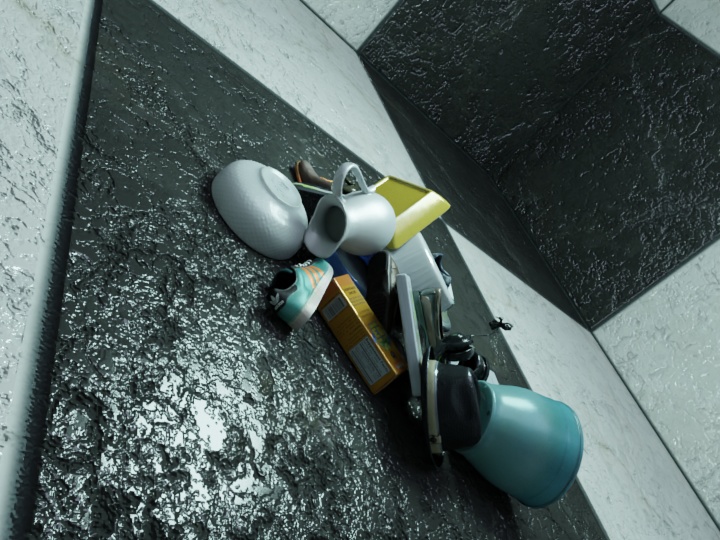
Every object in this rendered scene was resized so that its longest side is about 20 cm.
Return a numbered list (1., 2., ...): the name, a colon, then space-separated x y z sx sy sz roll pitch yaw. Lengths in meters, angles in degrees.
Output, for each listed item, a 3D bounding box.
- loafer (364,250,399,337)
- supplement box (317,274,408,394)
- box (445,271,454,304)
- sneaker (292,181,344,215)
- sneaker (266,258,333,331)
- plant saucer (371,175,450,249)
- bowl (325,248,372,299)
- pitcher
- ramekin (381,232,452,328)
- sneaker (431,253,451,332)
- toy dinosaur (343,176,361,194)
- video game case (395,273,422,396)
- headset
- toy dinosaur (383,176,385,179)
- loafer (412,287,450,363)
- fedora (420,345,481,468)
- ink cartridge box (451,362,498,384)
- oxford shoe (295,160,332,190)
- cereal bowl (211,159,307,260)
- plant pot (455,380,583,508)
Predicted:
1. loafer: 0.049 0.062 1.094 0.070 0.072 0.205 34 54 -38
2. supplement box: 0.000 0.109 1.006 0.203 0.068 0.066 57 25 10
3. box: 0.167 -0.001 1.527 0.199 0.036 0.146 39 25 -20
4. sneaker: -0.070 -0.146 1.214 0.195 0.073 0.083 21 23 -11
5. sneaker: -0.101 0.017 0.958 0.080 0.071 0.201 43 22 -12
6. plant saucer: 0.069 -0.146 1.292 0.198 0.198 0.049 26 -39 40
7. bowl: 0.000 0.000 1.212 0.200 0.039 0.202 40 24 -21
8. pitcher: -0.006 -0.113 1.085 0.120 0.176 0.198 29 19 27
9. ramekin: 0.127 0.014 1.271 0.204 0.096 0.201 62 9 -17
10. sneaker: 0.184 0.049 1.389 0.073 0.080 0.205 8 60 -45
11. toy dinosaur: -0.022 -0.179 1.405 0.101 0.078 0.201 30 22 -9
12. video game case: 0.093 0.111 1.045 0.182 0.021 0.207 17 65 -83
13. headset: 0.213 0.171 1.115 0.125 0.200 0.093 52 -22 -20
14. toy dinosaur: 0.052 -0.148 1.401 0.084 0.204 0.136 23 -18 4
15. loafer: 0.157 0.134 1.163 0.072 0.061 0.205 -70 144 -76
16. fedora: 0.156 0.226 0.961 0.200 0.089 0.207 -4 90 -77
17. ink cartridge box: 0.249 0.269 1.249 0.198 0.040 0.202 35 26 -30
18. oxford shoe: -0.082 -0.183 1.301 0.071 0.073 0.203 5 48 -58
19. cereal bowl: -0.168 -0.124 1.041 0.199 0.083 0.202 39 25 -22
20. plant pot: 0.271 0.302 1.059 0.185 0.202 0.202 29 28 -18
